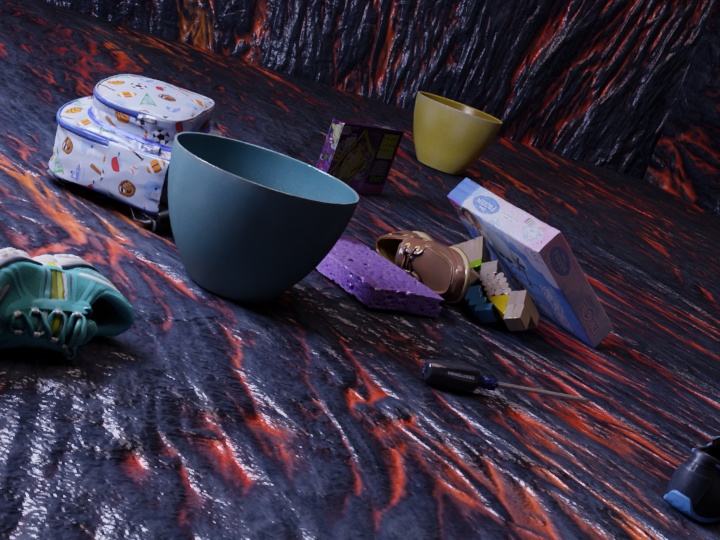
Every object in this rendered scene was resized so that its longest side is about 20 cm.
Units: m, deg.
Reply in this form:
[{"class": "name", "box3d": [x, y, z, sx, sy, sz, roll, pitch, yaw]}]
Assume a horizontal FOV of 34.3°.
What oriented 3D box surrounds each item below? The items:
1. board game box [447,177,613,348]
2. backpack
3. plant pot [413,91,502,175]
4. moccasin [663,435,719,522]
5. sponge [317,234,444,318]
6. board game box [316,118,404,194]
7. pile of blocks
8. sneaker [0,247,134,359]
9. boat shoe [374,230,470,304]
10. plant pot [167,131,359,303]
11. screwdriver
[{"class": "board game box", "box3d": [0.222, -0.011, 1.537, 0.199, 0.043, 0.200, 36, -14, 50]}, {"class": "backpack", "box3d": [-0.270, -0.148, 1.392, 0.189, 0.155, 0.200, 11, 16, 8]}, {"class": "plant pot", "box3d": [0.197, -0.295, 2.582, 0.199, 0.143, 0.200, 18, 13, -4]}, {"class": "moccasin", "box3d": [0.358, 0.192, 1.109, 0.080, 0.069, 0.200, 28, 16, 29]}, {"class": "sponge", "box3d": [0.000, 0.000, 1.426, 0.111, 0.030, 0.200, 9, 18, -41]}, {"class": "board game box", "box3d": [-0.004, -0.187, 1.942, 0.032, 0.121, 0.200, 23, 13, 27]}, {"class": "pile of blocks", "box3d": [0.162, 0.035, 1.486, 0.062, 0.082, 0.200, 57, 1, -34]}, {"class": "sneaker", "box3d": [-0.243, 0.030, 0.894, 0.079, 0.078, 0.200, 33, 17, 15]}, {"class": "boat shoe", "box3d": [0.077, -0.006, 1.485, 0.067, 0.072, 0.200, 8, 12, -23]}, {"class": "plant pot", "box3d": [-0.116, -0.046, 1.217, 0.199, 0.135, 0.200, 18, 14, -5]}, {"class": "screwdriver", "box3d": [0.152, 0.121, 1.185, 0.199, 0.028, 0.029, 16, 45, -19]}]
